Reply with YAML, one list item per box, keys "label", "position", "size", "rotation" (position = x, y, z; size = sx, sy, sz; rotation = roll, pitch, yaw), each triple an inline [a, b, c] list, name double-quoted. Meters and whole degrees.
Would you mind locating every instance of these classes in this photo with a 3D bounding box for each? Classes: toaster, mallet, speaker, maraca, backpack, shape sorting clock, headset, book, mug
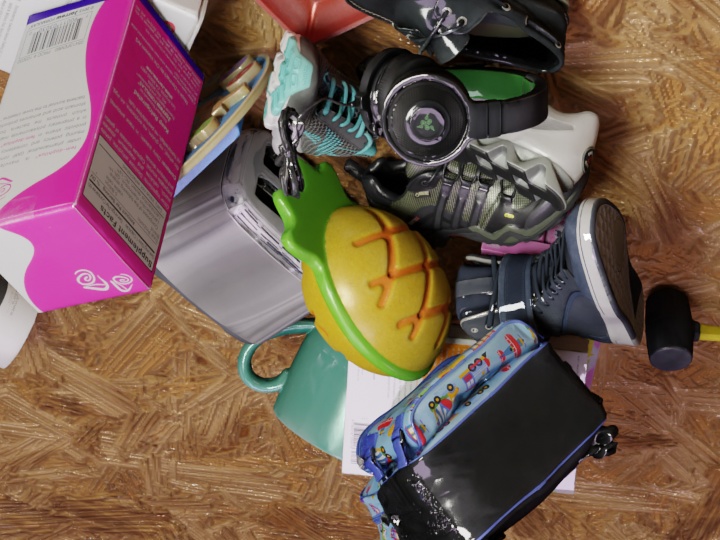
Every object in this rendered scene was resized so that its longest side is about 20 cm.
- label: "toaster"
  position: [-0.096, -0.035, 1.604]
  size: [0.128, 0.114, 0.200]
  rotation: [-25, 127, 35]
- label: "mallet"
  position: [0.339, 0.066, 1.637]
  size: [0.198, 0.066, 0.041]
  rotation: [11, 145, 2]
- label: "speaker"
  position: [-0.400, 0.014, 1.784]
  size: [0.199, 0.082, 0.081]
  rotation: [30, 140, -20]
- label: "maraca"
  position: [0.000, 0.000, 1.517]
  size: [0.106, 0.138, 0.200]
  rotation: [-28, 112, 28]
- label: "backpack"
  position: [0.078, 0.148, 1.505]
  size: [0.135, 0.182, 0.200]
  rotation: [51, 153, 1]
- label: "shape sorting clock"
  position: [-0.144, -0.097, 1.467]
  size: [0.039, 0.201, 0.199]
  rotation: [43, 135, -16]
- label: "headset"
  position: [0.037, -0.104, 1.365]
  size: [0.198, 0.124, 0.095]
  rotation: [-6, 109, -16]
- label: "book"
  position: [0.086, 0.115, 1.608]
  size: [0.197, 0.048, 0.135]
  rotation: [5, 107, 4]
- label: "mug"
  position: [0.000, 0.099, 1.707]
  size: [0.184, 0.115, 0.152]
  rotation: [20, -170, -35]

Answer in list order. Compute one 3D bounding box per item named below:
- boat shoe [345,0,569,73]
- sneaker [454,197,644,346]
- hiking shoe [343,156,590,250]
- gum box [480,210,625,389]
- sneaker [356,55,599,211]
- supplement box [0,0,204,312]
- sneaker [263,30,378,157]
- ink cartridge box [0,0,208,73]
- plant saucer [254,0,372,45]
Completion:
- label: "boat shoe"
  position: [0.068, -0.176, 1.346]
  size: [0.198, 0.067, 0.074]
  rotation: [10, 156, -38]
- label: "sneaker"
  position: [0.136, 0.005, 1.478]
  size: [0.144, 0.078, 0.203]
  rotation: [3, 156, 16]
- label: "hiking shoe"
  position: [0.083, -0.071, 1.529]
  size: [0.198, 0.076, 0.101]
  rotation: [-13, 140, 32]
- label: "gum box"
  position: [0.155, 0.022, 1.635]
  size: [0.112, 0.067, 0.201]
  rotation: [10, 143, 5]
- label: "sneaker"
  position: [0.093, -0.128, 1.469]
  size: [0.199, 0.089, 0.074]
  rotation: [29, 170, 17]
- label: "supplement box"
  position: [-0.193, -0.085, 1.351]
  size: [0.100, 0.202, 0.104]
  rotation: [-10, 139, 27]
- label: "sneaker"
  position: [-0.022, -0.127, 1.449]
  size: [0.090, 0.079, 0.200]
  rotation: [12, 175, 4]
- label: "ink cartridge box"
  position: [-0.220, -0.211, 1.434]
  size: [0.198, 0.084, 0.145]
  rotation: [21, 143, -12]
- label: "plant saucer"
  position: [-0.026, -0.263, 1.347]
  size: [0.199, 0.037, 0.199]
  rotation: [-19, 132, 37]
